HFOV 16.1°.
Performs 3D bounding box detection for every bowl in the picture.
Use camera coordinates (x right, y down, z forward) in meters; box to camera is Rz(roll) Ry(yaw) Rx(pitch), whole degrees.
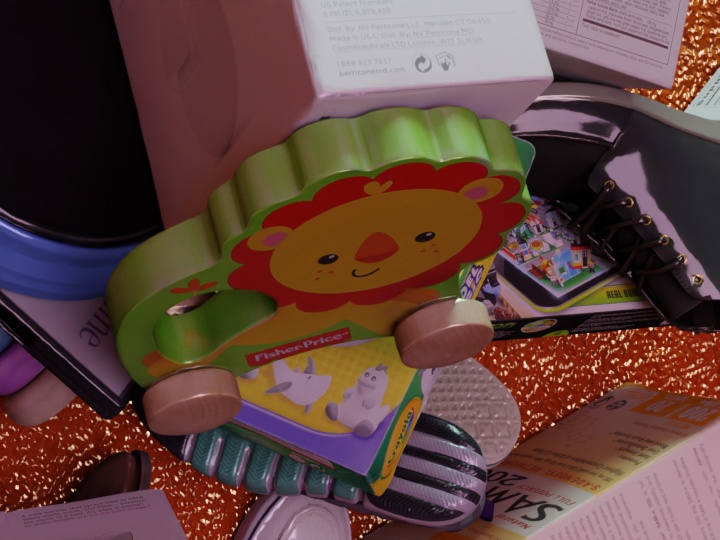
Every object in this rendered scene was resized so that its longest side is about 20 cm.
[{"bbox_3d":[-0.159,-0.083,1.244,0.200,0.039,0.201,20,51,-27],"label":"bowl"}]

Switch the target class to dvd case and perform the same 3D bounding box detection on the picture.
[{"bbox_3d":[-0.162,-0.036,1.252,0.200,0.018,0.143,43,43,-8],"label":"dvd case"}]

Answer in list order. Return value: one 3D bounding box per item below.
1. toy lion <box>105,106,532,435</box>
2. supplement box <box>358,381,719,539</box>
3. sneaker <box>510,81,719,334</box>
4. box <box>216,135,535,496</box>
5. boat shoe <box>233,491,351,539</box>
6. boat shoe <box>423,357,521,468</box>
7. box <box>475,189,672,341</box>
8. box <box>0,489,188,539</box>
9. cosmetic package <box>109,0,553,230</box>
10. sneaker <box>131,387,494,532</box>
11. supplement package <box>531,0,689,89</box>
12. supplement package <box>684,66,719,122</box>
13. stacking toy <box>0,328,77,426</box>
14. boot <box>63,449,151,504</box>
[{"bbox_3d":[-0.021,-0.007,1.147,0.199,0.192,0.069,-16,65,0],"label":"toy lion"},{"bbox_3d":[0.115,0.141,1.394,0.200,0.126,0.074,-29,106,-23],"label":"supplement box"},{"bbox_3d":[0.139,-0.032,1.354,0.199,0.075,0.107,9,65,-22],"label":"sneaker"},{"bbox_3d":[0.000,0.000,1.290,0.117,0.048,0.200,21,75,17],"label":"box"},{"bbox_3d":[-0.039,0.209,1.345,0.074,0.086,0.202,19,85,-25],"label":"boat shoe"},{"bbox_3d":[-0.001,0.038,1.369,0.200,0.062,0.075,42,57,-6],"label":"boat shoe"},{"bbox_3d":[0.099,-0.019,1.395,0.200,0.035,0.110,-4,68,-32],"label":"box"},{"bbox_3d":[-0.165,0.191,1.172,0.199,0.176,0.097,-10,112,-15],"label":"box"},{"bbox_3d":[-0.025,-0.129,1.190,0.123,0.199,0.200,-7,70,-26],"label":"cosmetic package"},{"bbox_3d":[-0.026,0.096,1.333,0.200,0.088,0.075,21,76,17],"label":"sneaker"},{"bbox_3d":[0.084,-0.210,1.341,0.150,0.152,0.201,14,86,-32],"label":"supplement package"},{"bbox_3d":[0.293,-0.089,1.427,0.110,0.200,0.114,44,75,-20],"label":"supplement package"},{"bbox_3d":[-0.211,-0.016,1.263,0.200,0.085,0.085,43,75,-14],"label":"stacking toy"},{"bbox_3d":[-0.225,0.128,1.268,0.200,0.064,0.187,34,80,-19],"label":"boot"}]
